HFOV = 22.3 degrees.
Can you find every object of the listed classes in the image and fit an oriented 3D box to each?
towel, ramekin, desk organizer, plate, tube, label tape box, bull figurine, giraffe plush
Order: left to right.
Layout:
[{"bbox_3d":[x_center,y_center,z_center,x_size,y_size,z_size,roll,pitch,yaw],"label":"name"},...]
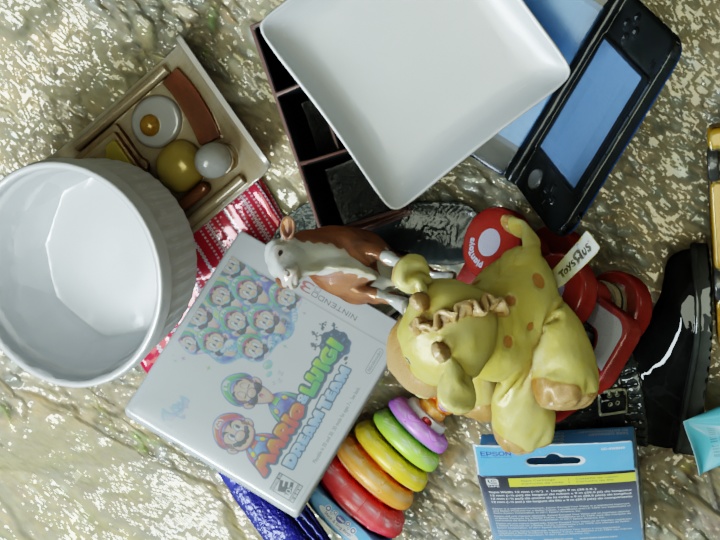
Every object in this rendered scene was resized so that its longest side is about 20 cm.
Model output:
[{"bbox_3d":[-0.240,-0.006,1.629,0.198,0.105,0.203,5,104,21],"label":"ramekin"},{"bbox_3d":[-0.153,0.004,1.732,0.199,0.023,0.146,-28,101,15],"label":"towel"},{"bbox_3d":[-0.090,0.191,1.691,0.049,0.148,0.201,-37,80,2],"label":"towel"},{"bbox_3d":[-0.027,-0.133,1.614,0.071,0.077,0.202,-20,85,14],"label":"desk organizer"},{"bbox_3d":[0.000,0.000,1.553,0.120,0.200,0.066,21,96,20],"label":"bull figurine"},{"bbox_3d":[0.047,-0.188,1.557,0.199,0.032,0.201,-37,99,-1],"label":"plate"},{"bbox_3d":[0.093,0.057,1.482,0.173,0.161,0.201,44,128,32],"label":"giraffe plush"},{"bbox_3d":[0.183,0.187,1.660,0.142,0.067,0.201,-4,141,10],"label":"label tape box"},{"bbox_3d":[0.389,0.122,1.649,0.198,0.051,0.078,-23,126,2],"label":"tube"}]

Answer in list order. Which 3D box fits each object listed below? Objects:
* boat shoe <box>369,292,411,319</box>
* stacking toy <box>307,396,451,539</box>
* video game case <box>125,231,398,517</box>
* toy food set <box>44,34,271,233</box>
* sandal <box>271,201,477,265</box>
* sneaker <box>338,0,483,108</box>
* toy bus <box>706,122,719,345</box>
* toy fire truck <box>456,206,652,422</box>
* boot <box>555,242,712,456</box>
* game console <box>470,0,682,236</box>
[{"bbox_3d":[-0.032,0.065,1.706,0.198,0.075,0.066,-34,142,-8],"label":"boat shoe"},{"bbox_3d":[0.041,0.161,1.718,0.116,0.110,0.200,42,97,-3],"label":"stacking toy"},{"bbox_3d":[-0.083,0.090,1.635,0.181,0.024,0.201,29,72,8],"label":"video game case"},{"bbox_3d":[-0.193,-0.097,1.672,0.199,0.060,0.144,-38,86,17],"label":"toy food set"},{"bbox_3d":[0.012,-0.034,1.674,0.198,0.048,0.076,-6,90,7],"label":"sandal"},{"bbox_3d":[0.043,-0.200,1.611,0.076,0.080,0.201,-33,98,-3],"label":"sneaker"},{"bbox_3d":[0.342,-0.035,1.616,0.064,0.078,0.202,-3,106,10],"label":"toy bus"},{"bbox_3d":[0.150,0.051,1.611,0.200,0.112,0.169,40,107,40],"label":"toy fire truck"},{"bbox_3d":[0.238,0.072,1.663,0.156,0.080,0.214,6,108,7],"label":"boot"},{"bbox_3d":[0.158,-0.163,1.590,0.117,0.171,0.201,20,111,-26],"label":"game console"}]
